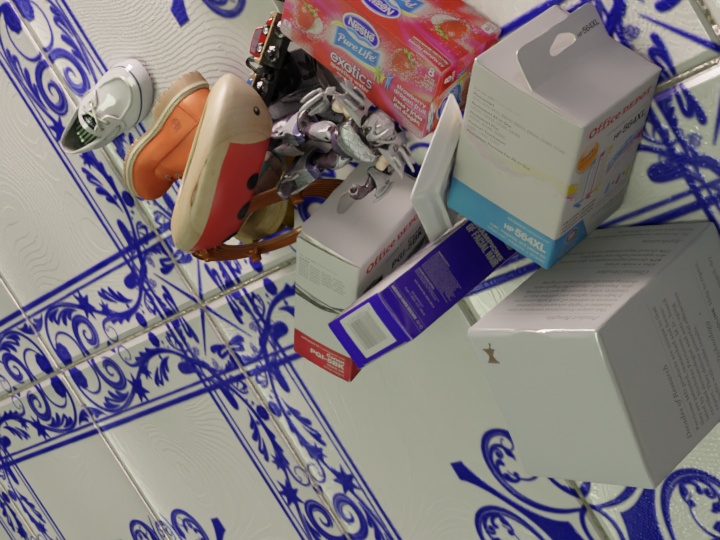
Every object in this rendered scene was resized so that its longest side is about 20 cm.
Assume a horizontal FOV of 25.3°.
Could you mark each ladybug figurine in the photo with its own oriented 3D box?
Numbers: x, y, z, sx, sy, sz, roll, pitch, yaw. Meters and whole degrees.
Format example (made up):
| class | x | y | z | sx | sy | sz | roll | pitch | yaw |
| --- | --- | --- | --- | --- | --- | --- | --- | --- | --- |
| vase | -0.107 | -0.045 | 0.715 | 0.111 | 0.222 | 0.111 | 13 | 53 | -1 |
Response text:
| class | x | y | z | sx | sy | sz | roll | pitch | yaw |
| --- | --- | --- | --- | --- | --- | --- | --- | --- | --- |
| ladybug figurine | -0.142 | -0.103 | 1.649 | 0.071 | 0.136 | 0.201 | 16 | 120 | -10 |

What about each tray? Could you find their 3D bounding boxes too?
| class | x | y | z | sx | sy | sz | roll | pitch | yaw |
| --- | --- | --- | --- | --- | --- | --- | --- | --- | --- |
| tray | 0.086 | -0.093 | 1.558 | 0.022 | 0.108 | 0.200 | 21 | 173 | 11 |

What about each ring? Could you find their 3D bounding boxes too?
| class | x | y | z | sx | sy | sz | roll | pitch | yaw |
| --- | --- | --- | --- | --- | --- | --- | --- | --- | --- |
| ring | -0.096 | -0.050 | 1.796 | 0.200 | 0.199 | 0.019 | -42 | 65 | 55 |

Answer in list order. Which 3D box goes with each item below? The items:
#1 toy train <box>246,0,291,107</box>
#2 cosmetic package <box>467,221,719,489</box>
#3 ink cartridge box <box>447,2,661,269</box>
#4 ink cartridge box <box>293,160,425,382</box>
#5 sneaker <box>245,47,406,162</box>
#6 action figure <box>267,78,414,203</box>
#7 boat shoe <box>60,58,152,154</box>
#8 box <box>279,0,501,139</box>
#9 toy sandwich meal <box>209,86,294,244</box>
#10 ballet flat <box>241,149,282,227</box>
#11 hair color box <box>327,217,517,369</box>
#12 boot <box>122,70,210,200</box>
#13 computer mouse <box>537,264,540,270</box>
| class | x | y | z | sx | sy | sz | roll | pitch | yaw |
| --- | --- | --- | --- | --- | --- | --- | --- | --- | --- |
| toy train | -0.094 | -0.239 | 1.687 | 0.046 | 0.034 | 0.202 | 24 | 100 | 27 |
| cosmetic package | 0.242 | 0.076 | 1.507 | 0.167 | 0.200 | 0.168 | -1 | 119 | 50 |
| ink cartridge box | 0.177 | -0.132 | 1.469 | 0.125 | 0.128 | 0.201 | 35 | 142 | 23 |
| ink cartridge box | 0.000 | 0.000 | 1.749 | 0.082 | 0.147 | 0.201 | 28 | 145 | 19 |
| sneaker | -0.044 | -0.182 | 1.726 | 0.198 | 0.075 | 0.115 | 8 | 109 | 26 |
| action figure | -0.024 | -0.126 | 1.613 | 0.199 | 0.069 | 0.131 | -7 | 118 | 57 |
| boat shoe | -0.326 | -0.197 | 2.045 | 0.074 | 0.067 | 0.200 | 51 | 145 | 3 |
| box | 0.027 | -0.236 | 1.578 | 0.200 | 0.099 | 0.096 | 40 | 143 | 20 |
| toy sandwich meal | -0.131 | -0.125 | 1.890 | 0.204 | 0.070 | 0.207 | 25 | 126 | 40 |
| ballet flat | -0.147 | -0.078 | 1.791 | 0.068 | 0.068 | 0.200 | 31 | 151 | -7 |
| hair color box | 0.071 | 0.012 | 1.650 | 0.065 | 0.200 | 0.109 | 53 | 145 | -3 |
| boot | -0.209 | -0.127 | 1.867 | 0.107 | 0.075 | 0.200 | 51 | 138 | 12 |
| computer mouse | 0.187 | -0.012 | 1.649 | 0.058 | 0.034 | 0.201 | 5 | 133 | 11 |
